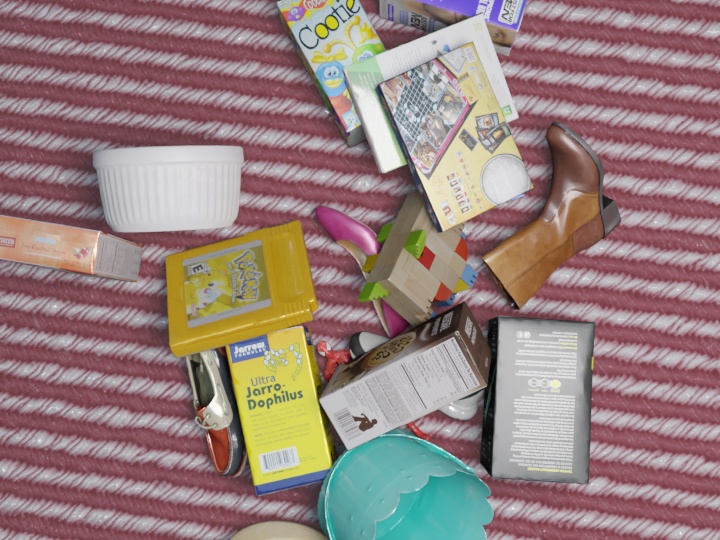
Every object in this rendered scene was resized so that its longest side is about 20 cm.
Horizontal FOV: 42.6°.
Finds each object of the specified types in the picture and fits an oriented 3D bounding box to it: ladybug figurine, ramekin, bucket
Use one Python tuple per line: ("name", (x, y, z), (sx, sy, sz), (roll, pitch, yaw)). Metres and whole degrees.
("ladybug figurine", (-0.094, 0.405, 1.243), (0.197, 0.072, 0.138), (20, 87, 3))
("ramekin", (-0.252, -0.108, 1.230), (0.197, 0.200, 0.107), (-3, 95, 2))
("bucket", (0.051, 0.309, 1.172), (0.205, 0.134, 0.210), (-15, 119, -30))

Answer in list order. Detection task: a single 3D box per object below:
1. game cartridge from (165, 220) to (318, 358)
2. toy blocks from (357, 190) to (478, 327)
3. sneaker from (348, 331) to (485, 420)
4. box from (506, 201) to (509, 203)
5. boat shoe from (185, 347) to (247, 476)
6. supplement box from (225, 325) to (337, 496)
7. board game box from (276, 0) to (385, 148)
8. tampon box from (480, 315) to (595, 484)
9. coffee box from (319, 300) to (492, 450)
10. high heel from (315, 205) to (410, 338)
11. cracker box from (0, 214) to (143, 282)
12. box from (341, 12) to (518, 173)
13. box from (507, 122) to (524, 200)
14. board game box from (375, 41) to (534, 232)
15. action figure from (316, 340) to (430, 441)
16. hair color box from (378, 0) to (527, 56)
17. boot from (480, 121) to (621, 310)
("game cartridge", (-0.163, 0.020, 1.244), (0.197, 0.033, 0.178), (-17, 45, 1))
("toy blocks", (0.095, -0.007, 1.237), (0.136, 0.099, 0.202), (40, 61, -27))
("sneaker", (0.081, 0.123, 1.248), (0.198, 0.074, 0.081), (23, 126, -2))
("box", (0.118, -0.147, 1.248), (0.198, 0.041, 0.039), (22, 87, 6))
("boat shoe", (-0.200, 0.181, 1.257), (0.071, 0.062, 0.203), (-13, 82, 37))
("supplement box", (-0.102, 0.184, 1.241), (0.108, 0.109, 0.203), (-13, 85, 1))
("board game box", (-0.022, -0.290, 1.278), (0.102, 0.105, 0.202), (-28, 85, -1))
("tampon box", (0.230, 0.166, 1.212), (0.124, 0.150, 0.203), (3, 86, 3))
("coffee box", (0.059, 0.131, 1.158), (0.198, 0.113, 0.080), (-28, 99, 17))
("high heel", (0.000, 0.000, 1.275), (0.199, 0.067, 0.096), (39, 77, -9))
("cracker box", (-0.380, -0.025, 1.221), (0.132, 0.200, 0.059), (9, 86, 3))
("box", (0.091, -0.230, 1.205), (0.198, 0.036, 0.146), (-22, 97, -7))
("box", (0.148, -0.185, 1.293), (0.120, 0.048, 0.203), (-17, 85, 2))
("board game box", (0.119, -0.168, 1.171), (0.134, 0.035, 0.202), (-24, 94, -6))
("action figure", (0.011, 0.172, 1.272), (0.065, 0.052, 0.200), (-44, 84, 3))
("hair color box", (0.125, -0.367, 1.277), (0.197, 0.109, 0.066), (16, 86, 4))
("boot", (0.237, -0.074, 1.240), (0.199, 0.068, 0.189), (-37, 125, -7))
